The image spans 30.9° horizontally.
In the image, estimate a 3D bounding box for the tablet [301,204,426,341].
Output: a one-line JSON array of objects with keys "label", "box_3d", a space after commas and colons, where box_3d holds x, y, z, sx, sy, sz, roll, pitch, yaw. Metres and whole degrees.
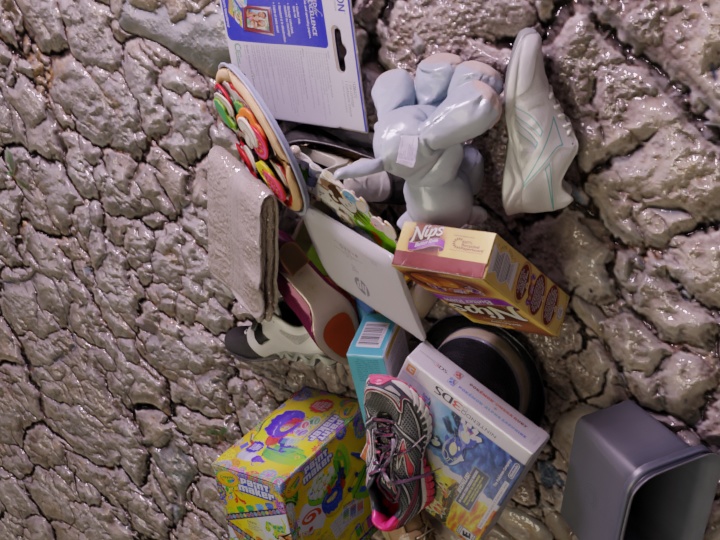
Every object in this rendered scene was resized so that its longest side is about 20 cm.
[{"label": "tablet", "box_3d": [0.000, 0.000, 1.526, 0.200, 0.014, 0.130, 33, 152, 49]}]

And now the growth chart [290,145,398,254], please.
[{"label": "growth chart", "box_3d": [-0.012, -0.065, 1.480, 0.200, 0.018, 0.145, 43, 168, 15]}]

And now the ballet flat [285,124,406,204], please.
[{"label": "ballet flat", "box_3d": [-0.014, -0.115, 1.535, 0.200, 0.068, 0.068, 21, 126, 28]}]

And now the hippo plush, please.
[{"label": "hippo plush", "box_3d": [0.094, -0.118, 1.382, 0.159, 0.200, 0.161, -9, 130, 25]}]

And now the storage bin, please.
[{"label": "storage bin", "box_3d": [0.311, 0.248, 1.468, 0.134, 0.145, 0.200, 49, 145, 45]}]

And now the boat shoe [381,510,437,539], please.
[{"label": "boat shoe", "box_3d": [0.075, 0.360, 1.777, 0.064, 0.071, 0.200, 11, 131, 27]}]

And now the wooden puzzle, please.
[{"label": "wooden puzzle", "box_3d": [-0.004, 0.005, 1.629, 0.200, 0.037, 0.185, 42, 135, 10]}]

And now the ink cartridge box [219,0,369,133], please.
[{"label": "ink cartridge box", "box_3d": [-0.071, -0.266, 1.505, 0.200, 0.047, 0.198, 11, 122, 33]}]

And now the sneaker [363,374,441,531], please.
[{"label": "sneaker", "box_3d": [0.039, 0.210, 1.499, 0.080, 0.075, 0.201, 9, 121, 37]}]

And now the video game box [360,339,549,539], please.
[{"label": "video game box", "box_3d": [0.105, 0.206, 1.527, 0.182, 0.047, 0.200, 38, 135, 17]}]

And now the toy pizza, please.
[{"label": "toy pizza", "box_3d": [-0.122, -0.148, 1.515, 0.200, 0.032, 0.200, 56, 168, 18]}]

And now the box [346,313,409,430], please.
[{"label": "box", "box_3d": [0.035, 0.156, 1.634, 0.049, 0.082, 0.200, 2, 128, 20]}]

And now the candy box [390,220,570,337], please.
[{"label": "candy box", "box_3d": [0.135, 0.012, 1.419, 0.116, 0.057, 0.200, 10, 167, 36]}]

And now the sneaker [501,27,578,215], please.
[{"label": "sneaker", "box_3d": [0.187, -0.154, 1.354, 0.080, 0.070, 0.201, 2, 115, 11]}]

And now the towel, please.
[{"label": "towel", "box_3d": [-0.146, -0.041, 1.583, 0.133, 0.034, 0.200, 41, 142, 39]}]

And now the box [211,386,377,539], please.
[{"label": "box", "box_3d": [-0.074, 0.298, 1.761, 0.122, 0.200, 0.193, 11, 123, 36]}]

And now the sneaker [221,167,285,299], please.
[{"label": "sneaker", "box_3d": [-0.155, -0.055, 1.701, 0.099, 0.078, 0.200, 39, 131, 28]}]

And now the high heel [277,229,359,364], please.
[{"label": "high heel", "box_3d": [-0.066, 0.030, 1.640, 0.096, 0.067, 0.200, 26, 146, 60]}]

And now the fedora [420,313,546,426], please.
[{"label": "fedora", "box_3d": [0.126, 0.155, 1.575, 0.200, 0.092, 0.201, 21, 129, 28]}]

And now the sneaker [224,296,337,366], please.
[{"label": "sneaker", "box_3d": [-0.108, 0.072, 1.731, 0.200, 0.074, 0.089, -1, 120, 37]}]
